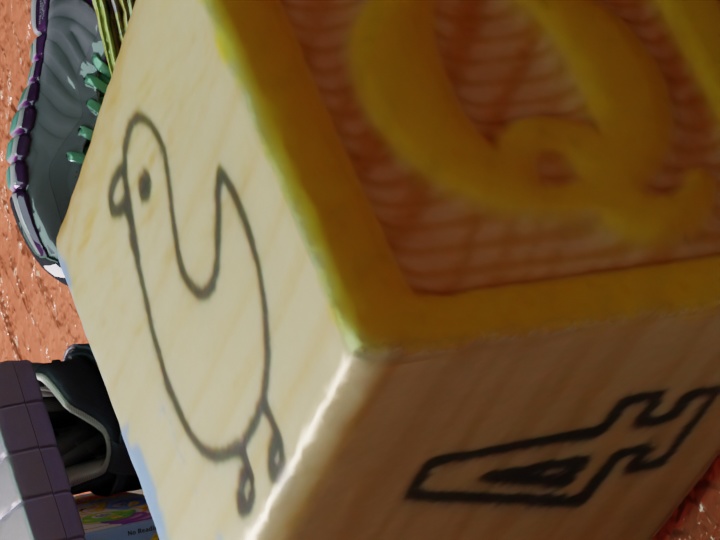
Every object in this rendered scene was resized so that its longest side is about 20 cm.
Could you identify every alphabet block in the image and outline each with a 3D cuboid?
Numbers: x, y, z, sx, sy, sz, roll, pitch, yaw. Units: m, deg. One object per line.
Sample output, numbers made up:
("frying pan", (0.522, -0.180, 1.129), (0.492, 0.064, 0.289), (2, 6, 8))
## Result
("alphabet block", (0.024, -0.006, 0.874), (0.196, 0.195, 0.200), (65, 150, 28))

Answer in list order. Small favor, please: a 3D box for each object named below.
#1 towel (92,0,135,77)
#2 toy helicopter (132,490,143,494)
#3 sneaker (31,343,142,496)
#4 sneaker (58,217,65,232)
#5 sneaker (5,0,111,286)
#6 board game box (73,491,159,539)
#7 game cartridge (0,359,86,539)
("towel", (-0.104, -0.122, 1.182), (0.200, 0.023, 0.144), (-62, -43, -84))
("toy helicopter", (-0.110, 0.159, 1.342), (0.200, 0.078, 0.133), (116, 138, -58))
("sneaker", (-0.128, 0.051, 1.267), (0.202, 0.145, 0.077), (-141, 47, -57))
("sneaker", (-0.100, -0.009, 1.186), (0.200, 0.090, 0.067), (-115, 22, -70))
("sneaker", (-0.140, -0.094, 1.306), (0.087, 0.074, 0.201), (-32, 57, 53))
("board game box", (-0.133, 0.217, 1.187), (0.103, 0.104, 0.201), (1, 98, 57))
("game cartridge", (-0.177, 0.136, 1.113), (0.200, 0.038, 0.130), (-39, 69, 51))
